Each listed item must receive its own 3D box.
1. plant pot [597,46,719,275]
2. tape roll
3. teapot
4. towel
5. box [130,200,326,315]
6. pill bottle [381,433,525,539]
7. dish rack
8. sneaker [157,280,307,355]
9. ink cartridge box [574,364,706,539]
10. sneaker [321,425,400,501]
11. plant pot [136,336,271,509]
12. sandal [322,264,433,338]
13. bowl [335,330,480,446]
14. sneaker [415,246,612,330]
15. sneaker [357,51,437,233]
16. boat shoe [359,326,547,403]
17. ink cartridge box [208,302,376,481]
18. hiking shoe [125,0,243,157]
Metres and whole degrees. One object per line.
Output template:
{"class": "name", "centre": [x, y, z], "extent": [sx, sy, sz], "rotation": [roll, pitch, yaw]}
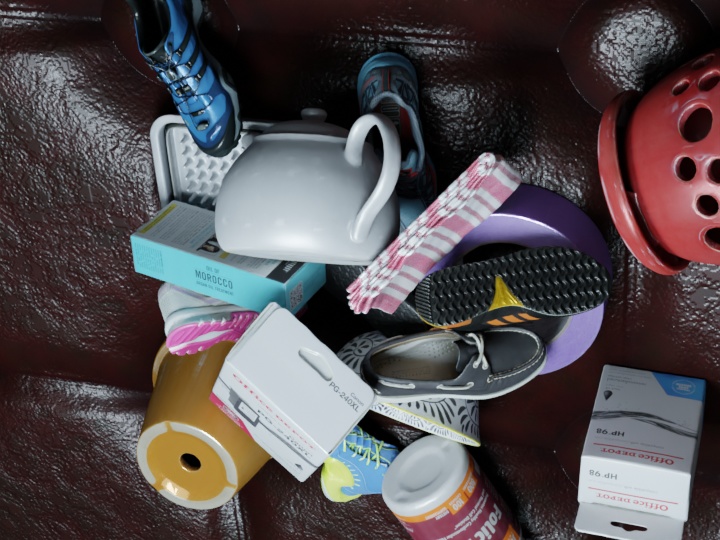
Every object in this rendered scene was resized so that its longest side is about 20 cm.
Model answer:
{"class": "plant pot", "centre": [0.325, -0.097, 1.356], "extent": [0.181, 0.201, 0.202], "rotation": [-17, 116, 31]}
{"class": "tape roll", "centre": [0.164, 0.011, 1.571], "extent": [0.197, 0.066, 0.202], "rotation": [10, 125, 15]}
{"class": "teapot", "centre": [-0.047, -0.085, 1.446], "extent": [0.197, 0.197, 0.148], "rotation": [5, 88, 10]}
{"class": "towel", "centre": [0.077, -0.032, 1.439], "extent": [0.200, 0.146, 0.030], "rotation": [-45, 78, 11]}
{"class": "box", "centre": [-0.141, -0.013, 1.579], "extent": [0.198, 0.082, 0.050], "rotation": [17, 130, 25]}
{"class": "pill bottle", "centre": [0.120, 0.298, 1.740], "extent": [0.113, 0.115, 0.201], "rotation": [-19, 123, 29]}
{"class": "dish rack", "centre": [-0.125, -0.096, 1.619], "extent": [0.197, 0.044, 0.173], "rotation": [6, 125, 16]}
{"class": "sneaker", "centre": [-0.141, 0.033, 1.646], "extent": [0.081, 0.199, 0.089], "rotation": [-42, 62, 34]}
{"class": "ink cartridge box", "centre": [0.295, 0.191, 1.557], "extent": [0.114, 0.201, 0.067], "rotation": [8, 125, 14]}
{"class": "sneaker", "centre": [-0.004, 0.202, 1.750], "extent": [0.103, 0.077, 0.201], "rotation": [-3, 144, 8]}
{"class": "plant pot", "centre": [-0.168, 0.170, 1.724], "extent": [0.197, 0.184, 0.202], "rotation": [10, 126, 14]}
{"class": "sandal", "centre": [0.000, 0.001, 1.580], "extent": [0.200, 0.048, 0.075], "rotation": [45, 131, 0]}
{"class": "bowl", "centre": [0.054, 0.115, 1.642], "extent": [0.198, 0.095, 0.201], "rotation": [20, 172, 3]}
{"class": "sneaker", "centre": [0.153, 0.021, 1.507], "extent": [0.197, 0.090, 0.071], "rotation": [-7, 82, 1]}
{"class": "sneaker", "centre": [0.032, -0.113, 1.507], "extent": [0.078, 0.096, 0.202], "rotation": [-10, 120, 7]}
{"class": "boat shoe", "centre": [0.097, 0.090, 1.527], "extent": [0.197, 0.075, 0.060], "rotation": [-5, 156, -2]}
{"class": "ink cartridge box", "centre": [-0.075, 0.131, 1.551], "extent": [0.145, 0.083, 0.200], "rotation": [42, 162, 3]}
{"class": "hiking shoe", "centre": [-0.187, -0.206, 1.504], "extent": [0.074, 0.086, 0.202], "rotation": [-22, 89, 34]}
